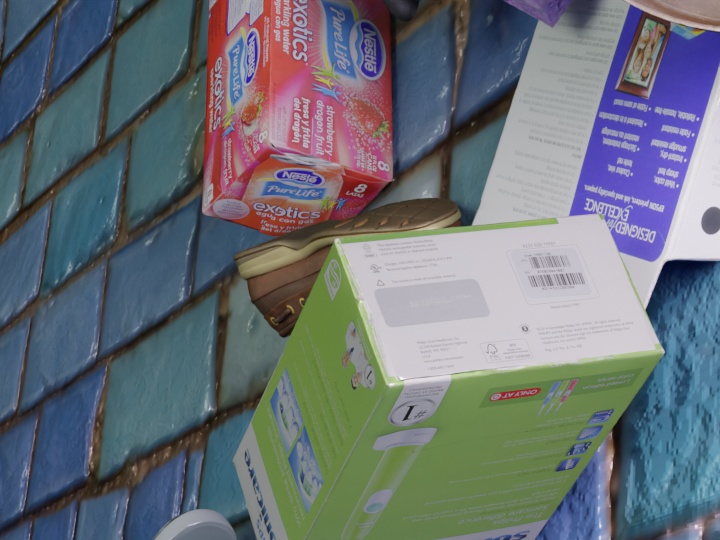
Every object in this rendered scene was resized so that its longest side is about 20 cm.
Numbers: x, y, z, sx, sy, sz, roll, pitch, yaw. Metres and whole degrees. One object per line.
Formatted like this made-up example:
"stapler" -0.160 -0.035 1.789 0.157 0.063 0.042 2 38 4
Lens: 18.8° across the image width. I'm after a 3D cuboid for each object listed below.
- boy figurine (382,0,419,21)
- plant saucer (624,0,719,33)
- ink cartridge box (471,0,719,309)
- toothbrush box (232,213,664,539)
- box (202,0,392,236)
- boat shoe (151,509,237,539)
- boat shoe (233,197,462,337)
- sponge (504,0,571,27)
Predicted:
"boy figurine" 0.078 -0.222 1.246 0.200 0.124 0.065 -30 36 33
"plant saucer" 0.179 -0.187 0.986 0.032 0.199 0.201 68 -156 -64
"ink cartridge box" 0.135 -0.069 1.125 0.198 0.043 0.201 24 95 64
"toothbrush box" 0.037 0.068 1.067 0.200 0.145 0.086 114 143 -49
"box" -0.042 -0.130 1.453 0.100 0.095 0.201 -43 40 48
"boat shoe" -0.149 0.226 1.496 0.201 0.071 0.091 -64 31 24
"boat shoe" -0.001 0.000 1.347 0.200 0.072 0.068 -14 97 52
"sponge" 0.113 -0.241 1.163 0.111 0.030 0.200 34 89 29
